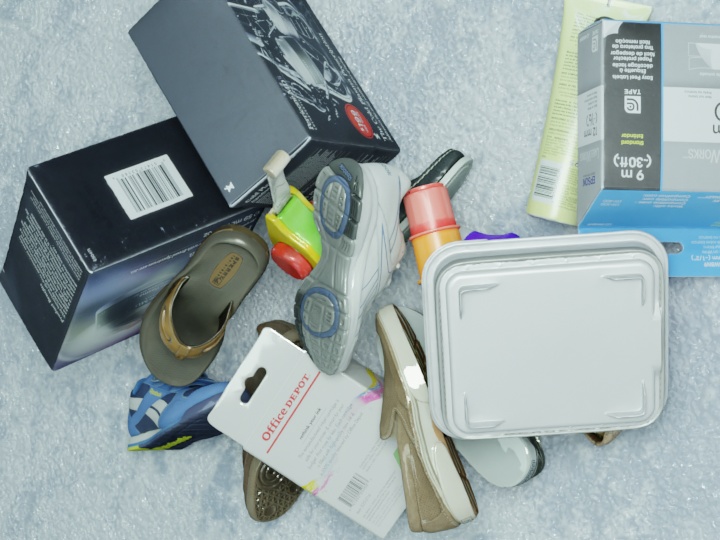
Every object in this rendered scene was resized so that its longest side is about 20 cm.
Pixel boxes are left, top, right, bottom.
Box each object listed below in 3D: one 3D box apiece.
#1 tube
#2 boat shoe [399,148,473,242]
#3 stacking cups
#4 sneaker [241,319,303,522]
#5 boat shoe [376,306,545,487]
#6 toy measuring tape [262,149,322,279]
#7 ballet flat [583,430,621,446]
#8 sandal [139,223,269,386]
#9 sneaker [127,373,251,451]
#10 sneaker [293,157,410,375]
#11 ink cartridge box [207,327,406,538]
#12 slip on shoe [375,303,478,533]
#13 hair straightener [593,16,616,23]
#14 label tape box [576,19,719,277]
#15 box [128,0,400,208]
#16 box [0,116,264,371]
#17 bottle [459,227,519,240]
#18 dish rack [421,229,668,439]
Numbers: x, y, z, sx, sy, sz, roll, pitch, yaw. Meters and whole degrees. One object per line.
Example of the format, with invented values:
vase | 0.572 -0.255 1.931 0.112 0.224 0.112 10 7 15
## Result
tube | 0.194 -0.140 1.139 0.052 0.058 0.202 23 102 61
boat shoe | 0.024 -0.048 1.216 0.060 0.075 0.200 48 111 12
stacking cups | 0.077 0.026 1.132 0.060 0.060 0.202 -19 80 27
sneaker | -0.086 0.148 1.300 0.075 0.070 0.202 26 108 51
boat shoe | 0.091 0.115 1.191 0.071 0.064 0.200 -46 70 20
toy measuring tape | -0.046 -0.040 1.141 0.073 0.200 0.074 0 69 0
ballet flat | 0.157 0.080 1.099 0.200 0.068 0.067 41 78 -16
sandal | -0.146 0.042 1.193 0.081 0.055 0.200 29 126 -18
sneaker | -0.181 0.131 1.311 0.199 0.073 0.083 -23 66 48
sneaker | 0.000 0.000 1.121 0.074 0.087 0.202 35 122 40
ink cartridge box | -0.029 0.142 1.210 0.199 0.067 0.118 34 102 -2
slip on shoe | 0.042 0.130 1.138 0.060 0.076 0.202 -21 86 9
hair straightener | 0.227 -0.117 1.114 0.041 0.076 0.202 5 106 63
label tape box | 0.251 -0.096 1.051 0.142 0.066 0.202 1 87 -11
box | -0.085 -0.165 1.209 0.104 0.182 0.201 -38 75 24
box | -0.218 -0.028 1.240 0.124 0.199 0.199 56 146 14
bottle | 0.167 0.014 1.136 0.199 0.084 0.066 21 69 29
dish rack | 0.152 0.059 1.041 0.198 0.044 0.173 -4 107 1
